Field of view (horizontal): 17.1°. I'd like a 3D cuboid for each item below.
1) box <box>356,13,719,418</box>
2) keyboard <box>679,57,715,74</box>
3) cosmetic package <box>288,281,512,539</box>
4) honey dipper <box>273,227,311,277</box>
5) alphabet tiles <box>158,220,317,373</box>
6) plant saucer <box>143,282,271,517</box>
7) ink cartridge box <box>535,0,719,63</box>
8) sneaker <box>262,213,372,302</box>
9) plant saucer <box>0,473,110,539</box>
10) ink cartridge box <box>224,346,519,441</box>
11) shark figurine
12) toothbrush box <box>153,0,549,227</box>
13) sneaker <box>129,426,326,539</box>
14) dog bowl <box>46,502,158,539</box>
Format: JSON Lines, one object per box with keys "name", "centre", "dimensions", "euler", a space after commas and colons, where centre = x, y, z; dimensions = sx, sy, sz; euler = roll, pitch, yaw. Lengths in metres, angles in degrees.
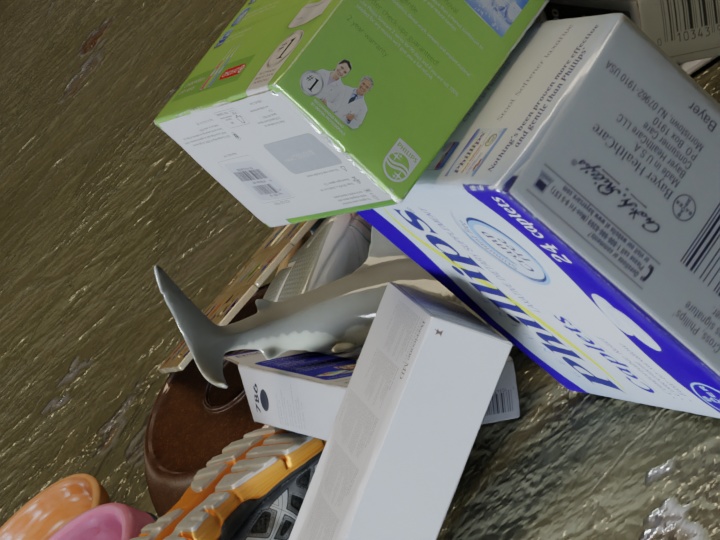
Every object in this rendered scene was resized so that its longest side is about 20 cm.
{"name": "box", "centre": [0.113, -0.024, 1.150], "dimensions": [0.105, 0.184, 0.200], "euler": [-54, 20, -11]}
{"name": "keyboard", "centre": [0.210, -0.141, 1.427], "dimensions": [0.200, 0.011, 0.056], "euler": [-34, 29, 36]}
{"name": "cosmetic package", "centre": [0.010, 0.113, 1.215], "dimensions": [0.083, 0.051, 0.200], "euler": [-137, 67, -72]}
{"name": "honey dipper", "centre": [-0.058, 0.016, 1.665], "dimensions": [0.038, 0.038, 0.200], "euler": [-30, 30, 42]}
{"name": "alphabet tiles", "centre": [-0.068, 0.002, 1.537], "dimensions": [0.166, 0.006, 0.200], "euler": [-50, 6, -9]}
{"name": "plant saucer", "centre": [-0.072, 0.077, 1.537], "dimensions": [0.200, 0.034, 0.200], "euler": [-35, 31, 25]}
{"name": "ink cartridge box", "centre": [0.174, -0.149, 1.265], "dimensions": [0.198, 0.043, 0.200], "euler": [-14, 14, -25]}
{"name": "sneaker", "centre": [0.000, 0.000, 1.452], "dimensions": [0.070, 0.080, 0.200], "euler": [-45, 5, 29]}
{"name": "plant saucer", "centre": [-0.233, 0.228, 1.629], "dimensions": [0.200, 0.037, 0.200], "euler": [-41, 20, 19]}
{"name": "ink cartridge box", "centre": [0.002, 0.065, 1.358], "dimensions": [0.099, 0.039, 0.200], "euler": [-10, 8, -21]}
{"name": "shark figurine", "centre": [-0.006, 0.008, 1.335], "dimensions": [0.214, 0.090, 0.128], "euler": [-5, 4, -4]}
{"name": "toothbrush box", "centre": [0.012, -0.126, 1.150], "dimensions": [0.200, 0.086, 0.146], "euler": [-56, 20, -20]}
{"name": "sneaker", "centre": [-0.062, 0.149, 1.370], "dimensions": [0.200, 0.077, 0.078], "euler": [-40, 16, -36]}
{"name": "dog bowl", "centre": [-0.169, 0.226, 1.444], "dimensions": [0.200, 0.074, 0.200], "euler": [-42, 21, 20]}
